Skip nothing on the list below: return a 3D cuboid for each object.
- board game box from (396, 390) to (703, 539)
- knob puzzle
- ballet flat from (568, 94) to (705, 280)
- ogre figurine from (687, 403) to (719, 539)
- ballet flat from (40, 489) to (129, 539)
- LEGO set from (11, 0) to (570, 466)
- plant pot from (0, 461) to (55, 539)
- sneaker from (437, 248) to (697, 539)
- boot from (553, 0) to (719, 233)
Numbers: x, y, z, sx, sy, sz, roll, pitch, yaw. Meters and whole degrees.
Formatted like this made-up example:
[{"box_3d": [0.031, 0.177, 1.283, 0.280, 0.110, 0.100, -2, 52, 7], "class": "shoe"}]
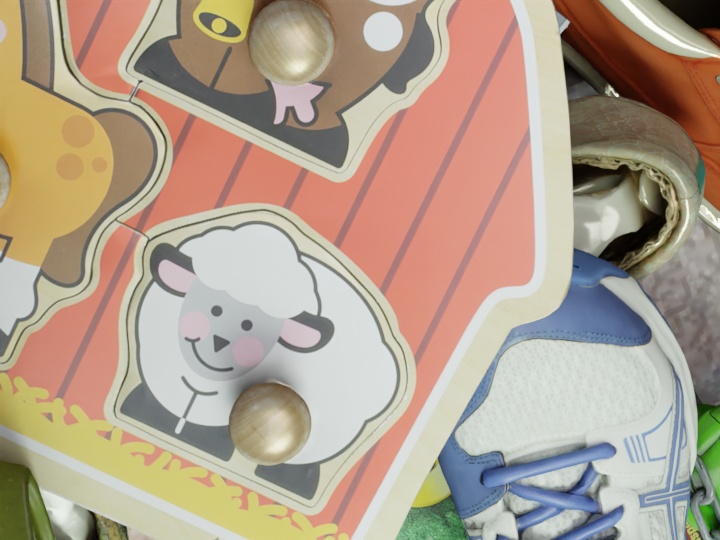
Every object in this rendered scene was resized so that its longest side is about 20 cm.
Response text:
[{"box_3d": [0.029, 0.014, 0.848, 0.105, 0.023, 0.200, -32, 105, -5], "class": "board game box"}, {"box_3d": [-0.039, -0.036, 0.666, 0.219, 0.030, 0.221, 0, 102, 0], "class": "knob puzzle"}, {"box_3d": [0.000, 0.000, 0.789, 0.199, 0.062, 0.068, -22, 105, 3], "class": "ballet flat"}, {"box_3d": [0.197, 0.062, 0.857, 0.200, 0.098, 0.120, -28, 101, -27], "class": "ogre figurine"}, {"box_3d": [-0.138, 0.031, 0.786, 0.071, 0.071, 0.200, -46, 106, -3], "class": "ballet flat"}, {"box_3d": [-0.040, -0.051, 0.758, 0.116, 0.154, 0.200, 35, 89, -35], "class": "LEGO set"}, {"box_3d": [-0.164, 0.111, 0.658, 0.199, 0.187, 0.188, -13, 102, -3], "class": "plant pot"}, {"box_3d": [0.065, 0.085, 0.777, 0.075, 0.088, 0.200, -14, 128, 5], "class": "sneaker"}, {"box_3d": [0.116, -0.056, 0.815, 0.200, 0.107, 0.075, 36, 86, -18], "class": "boot"}]
